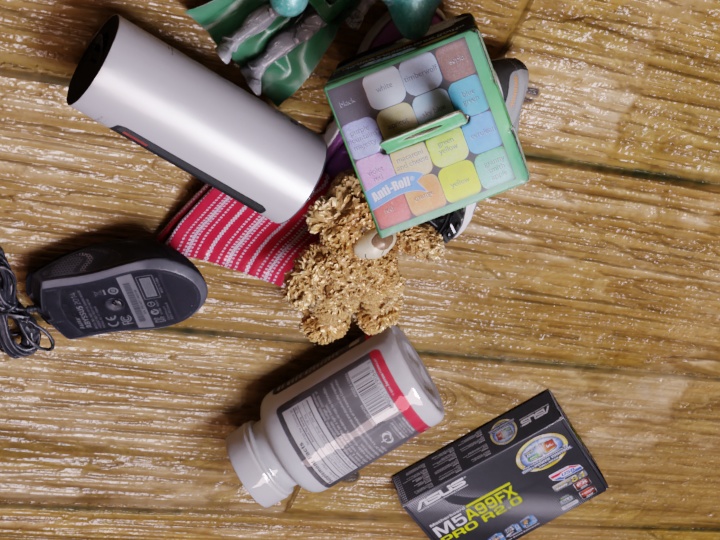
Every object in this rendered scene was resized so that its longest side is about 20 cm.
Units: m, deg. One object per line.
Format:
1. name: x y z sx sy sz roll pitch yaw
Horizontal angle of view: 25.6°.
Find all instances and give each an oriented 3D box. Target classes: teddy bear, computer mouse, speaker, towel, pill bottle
1. teddy bear: 0.000 0.000 1.382 0.144 0.067 0.201 5 138 -22
2. computer mouse: -0.230 0.009 1.370 0.198 0.053 0.139 -6 137 3
3. speaker: -0.127 -0.118 1.239 0.199 0.081 0.081 29 117 -25
4. towel: -0.059 -0.034 1.397 0.199 0.023 0.145 20 133 -34
5. pill bottle: -0.028 0.145 1.534 0.199 0.111 0.111 -31 135 9

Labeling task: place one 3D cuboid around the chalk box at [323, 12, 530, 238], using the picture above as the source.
1. chalk box: 0.051 -0.110 1.200 0.124 0.200 0.125 -20 102 8

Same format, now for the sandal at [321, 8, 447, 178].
1. sandal: 0.023 -0.133 1.335 0.082 0.050 0.203 8 129 -28

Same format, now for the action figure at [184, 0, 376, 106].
1. action figure: -0.024 -0.223 1.235 0.200 0.055 0.118 -40 131 11

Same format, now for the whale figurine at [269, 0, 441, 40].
1. whale figurine: -0.011 -0.246 1.141 0.199 0.104 0.159 36 101 -16

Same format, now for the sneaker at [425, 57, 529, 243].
1. sneaker: 0.098 -0.102 1.384 0.079 0.074 0.201 -27 151 -38

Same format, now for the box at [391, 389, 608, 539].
1. box: 0.155 0.233 1.739 0.199 0.044 0.160 -30 136 6
